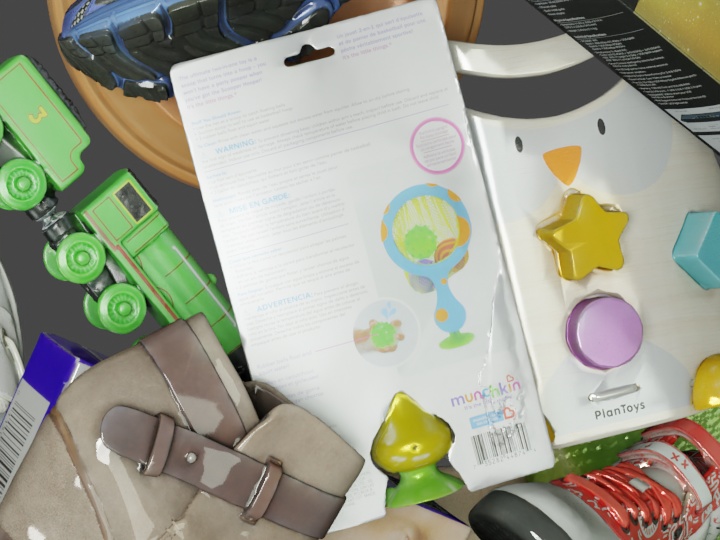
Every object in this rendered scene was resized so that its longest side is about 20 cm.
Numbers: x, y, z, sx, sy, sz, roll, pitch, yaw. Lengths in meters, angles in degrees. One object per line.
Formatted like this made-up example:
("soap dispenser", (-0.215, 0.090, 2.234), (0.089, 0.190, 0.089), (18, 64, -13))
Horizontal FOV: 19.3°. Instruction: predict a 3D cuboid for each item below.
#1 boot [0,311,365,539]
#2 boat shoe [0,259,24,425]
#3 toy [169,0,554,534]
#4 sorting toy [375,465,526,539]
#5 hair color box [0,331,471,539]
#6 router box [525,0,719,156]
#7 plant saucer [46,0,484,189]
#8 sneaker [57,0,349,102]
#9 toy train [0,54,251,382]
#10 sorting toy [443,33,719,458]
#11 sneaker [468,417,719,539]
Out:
("boot", (-0.054, 0.123, 0.837), (0.146, 0.070, 0.200), (-45, 111, -8))
("boat shoe", (-0.175, 0.050, 0.913), (0.070, 0.069, 0.202), (-18, 102, -7))
("toy", (0.000, 0.000, 0.886), (0.114, 0.047, 0.202), (-15, 90, -7))
("sorting toy", (-0.019, 0.182, 0.990), (0.198, 0.036, 0.187), (-1, 100, -16))
("hair color box", (-0.064, 0.117, 0.904), (0.199, 0.065, 0.110), (25, 90, -26))
("router box", (0.156, -0.172, 0.904), (0.157, 0.052, 0.201), (32, 71, -30))
("plant saucer", (-0.038, -0.129, 0.930), (0.198, 0.037, 0.202), (-2, 100, -11))
("sneaker", (-0.036, -0.136, 0.880), (0.199, 0.079, 0.075), (-26, 147, 5))
("toy train", (-0.108, -0.009, 0.935), (0.056, 0.042, 0.200), (-42, 105, -13))
("sorting toy", (0.088, -0.022, 0.939), (0.198, 0.107, 0.182), (-13, 100, -10))
("sneaker", (0.114, 0.103, 0.936), (0.067, 0.202, 0.108), (39, 83, 25))
